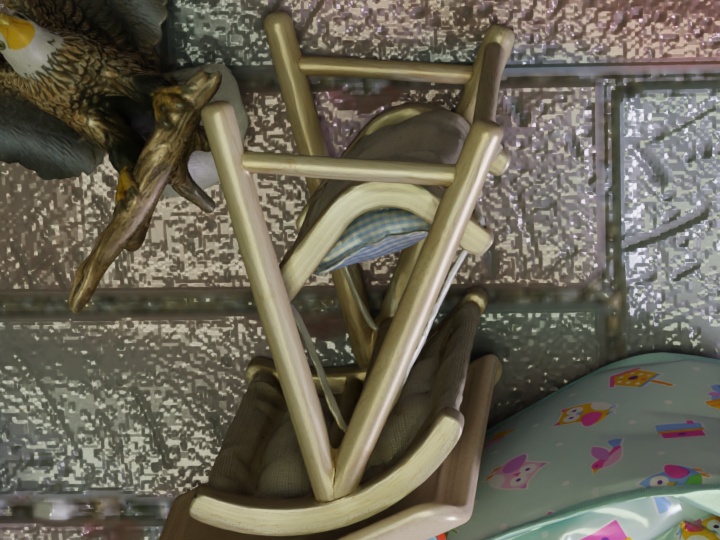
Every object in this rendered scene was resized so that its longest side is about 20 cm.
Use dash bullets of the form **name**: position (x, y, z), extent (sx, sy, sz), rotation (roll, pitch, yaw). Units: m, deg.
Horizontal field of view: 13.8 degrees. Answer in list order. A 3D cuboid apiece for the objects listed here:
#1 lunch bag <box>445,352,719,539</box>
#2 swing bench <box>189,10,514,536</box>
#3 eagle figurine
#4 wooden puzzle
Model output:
- **lunch bag**: position (0.114, 0.127, 1.425), extent (0.200, 0.170, 0.122), rotation (-27, 102, 15)
- **swing bench**: position (0.000, 0.000, 1.381), extent (0.129, 0.199, 0.201), rotation (4, 108, 4)
- **eagle figurine**: position (-0.154, -0.102, 1.404), extent (0.200, 0.152, 0.151), rotation (34, 144, 25)
- **wooden puzzle**: position (-0.020, 0.118, 1.414), extent (0.185, 0.200, 0.037), rotation (-25, 103, 16)
